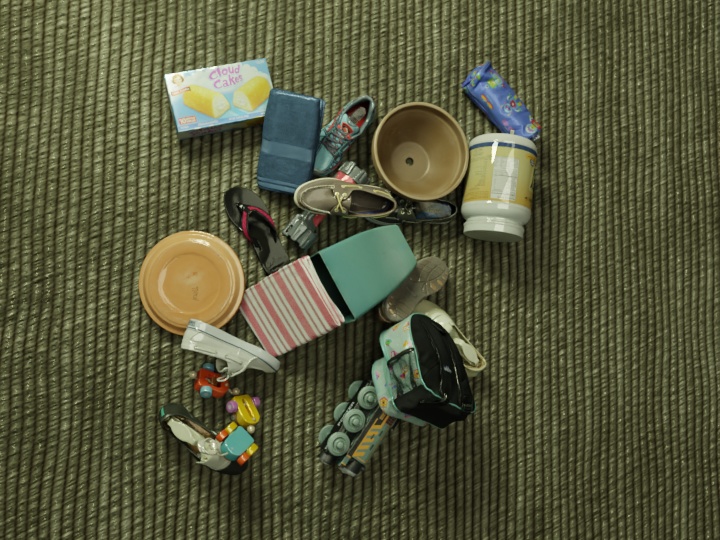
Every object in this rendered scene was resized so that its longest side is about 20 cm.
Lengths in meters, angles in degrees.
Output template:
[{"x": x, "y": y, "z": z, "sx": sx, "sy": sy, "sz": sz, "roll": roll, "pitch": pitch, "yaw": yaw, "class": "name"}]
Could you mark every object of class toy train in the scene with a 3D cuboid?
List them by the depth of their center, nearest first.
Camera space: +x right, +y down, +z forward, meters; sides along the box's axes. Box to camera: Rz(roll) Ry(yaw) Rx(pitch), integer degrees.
[{"x": -0.260, "y": 0.275, "z": 1.299, "sx": 0.150, "sy": 0.056, "sz": 0.200, "roll": 24, "pitch": 35, "yaw": -30, "class": "toy train"}, {"x": 0.003, "y": 0.306, "z": 1.376, "sx": 0.114, "sy": 0.085, "sz": 0.200, "roll": 38, "pitch": 78, "yaw": -18, "class": "toy train"}]

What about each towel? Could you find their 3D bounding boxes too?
[{"x": -0.138, "y": 0.073, "z": 1.328, "sx": 0.147, "sy": 0.200, "sz": 0.030, "roll": 60, "pitch": 32, "yaw": -3, "class": "towel"}, {"x": -0.137, "y": -0.247, "z": 1.357, "sx": 0.111, "sy": 0.049, "sz": 0.201, "roll": 13, "pitch": 114, "yaw": 2, "class": "towel"}]

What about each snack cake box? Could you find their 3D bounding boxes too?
[{"x": -0.271, "y": -0.335, "z": 1.366, "sx": 0.199, "sy": 0.067, "sz": 0.115, "roll": -14, "pitch": 90, "yaw": -14, "class": "snack cake box"}]

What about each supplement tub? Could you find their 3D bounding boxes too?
[{"x": 0.284, "y": -0.168, "z": 1.445, "sx": 0.144, "sy": 0.144, "sz": 0.201, "roll": 9, "pitch": 84, "yaw": -13, "class": "supplement tub"}]

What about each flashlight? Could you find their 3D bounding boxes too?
[{"x": -0.065, "y": -0.127, "z": 1.403, "sx": 0.068, "sy": 0.068, "sz": 0.200, "roll": 33, "pitch": 81, "yaw": 28, "class": "flashlight"}]

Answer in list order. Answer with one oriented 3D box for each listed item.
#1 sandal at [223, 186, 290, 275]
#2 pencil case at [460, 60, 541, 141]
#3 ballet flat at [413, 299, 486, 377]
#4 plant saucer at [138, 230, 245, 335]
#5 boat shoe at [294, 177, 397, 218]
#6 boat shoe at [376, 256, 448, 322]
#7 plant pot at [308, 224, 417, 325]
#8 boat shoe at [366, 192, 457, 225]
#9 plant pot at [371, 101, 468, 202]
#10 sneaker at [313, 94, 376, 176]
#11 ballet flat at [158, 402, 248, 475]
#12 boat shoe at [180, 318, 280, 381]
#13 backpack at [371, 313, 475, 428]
[{"x": -0.198, "y": -0.080, "z": 1.374, "sx": 0.075, "sy": 0.045, "sz": 0.200, "roll": -32, "pitch": 93, "yaw": -14, "class": "sandal"}, {"x": 0.301, "y": -0.348, "z": 1.496, "sx": 0.200, "sy": 0.078, "sz": 0.087, "roll": 50, "pitch": 54, "yaw": -4, "class": "pencil case"}, {"x": 0.185, "y": 0.137, "z": 1.437, "sx": 0.069, "sy": 0.069, "sz": 0.200, "roll": -43, "pitch": 96, "yaw": -13, "class": "ballet flat"}, {"x": -0.320, "y": 0.025, "z": 1.324, "sx": 0.199, "sy": 0.032, "sz": 0.201, "roll": 0, "pitch": 89, "yaw": -2, "class": "plant saucer"}, {"x": -0.026, "y": -0.136, "z": 1.350, "sx": 0.199, "sy": 0.060, "sz": 0.072, "roll": 3, "pitch": 105, "yaw": -23, "class": "boat shoe"}, {"x": 0.101, "y": 0.039, "z": 1.422, "sx": 0.200, "sy": 0.072, "sz": 0.076, "roll": -36, "pitch": 90, "yaw": -34, "class": "boat shoe"}, {"x": 0.000, "y": 0.000, "z": 1.367, "sx": 0.200, "sy": 0.141, "sz": 0.142, "roll": -30, "pitch": 93, "yaw": -31, "class": "plant pot"}, {"x": 0.104, "y": -0.129, "z": 1.443, "sx": 0.199, "sy": 0.057, "sz": 0.069, "roll": 0, "pitch": 86, "yaw": -14, "class": "boat shoe"}, {"x": 0.113, "y": -0.235, "z": 1.435, "sx": 0.200, "sy": 0.093, "sz": 0.202, "roll": 1, "pitch": 85, "yaw": -13, "class": "plant pot"}, {"x": -0.042, "y": -0.278, "z": 1.399, "sx": 0.079, "sy": 0.096, "sz": 0.200, "roll": 37, "pitch": 81, "yaw": -7, "class": "sneaker"}, {"x": -0.297, "y": 0.326, "z": 1.305, "sx": 0.200, "sy": 0.068, "sz": 0.068, "roll": 37, "pitch": 89, "yaw": -8, "class": "ballet flat"}, {"x": -0.245, "y": 0.168, "z": 1.305, "sx": 0.202, "sy": 0.074, "sz": 0.086, "roll": 32, "pitch": 72, "yaw": -34, "class": "boat shoe"}, {"x": 0.114, "y": 0.190, "z": 1.336, "sx": 0.176, "sy": 0.153, "sz": 0.201, "roll": 26, "pitch": 45, "yaw": -39, "class": "backpack"}]
